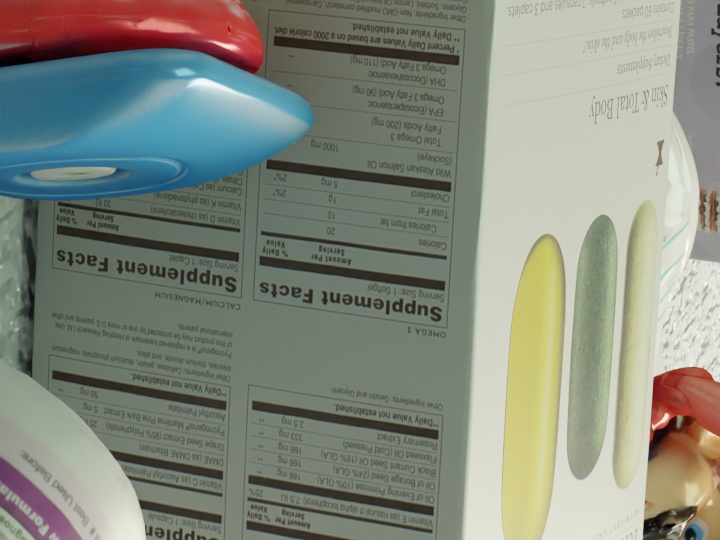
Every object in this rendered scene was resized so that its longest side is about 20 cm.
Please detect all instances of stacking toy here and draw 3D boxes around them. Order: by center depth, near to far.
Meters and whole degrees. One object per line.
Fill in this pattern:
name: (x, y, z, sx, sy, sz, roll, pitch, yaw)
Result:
stacking toy: (-0.083, -0.123, 0.788, 0.110, 0.116, 0.201, 15, 69, -70)

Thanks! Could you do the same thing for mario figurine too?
mario figurine: (0.090, 0.071, 1.103, 0.200, 0.123, 0.106, 41, 74, -33)

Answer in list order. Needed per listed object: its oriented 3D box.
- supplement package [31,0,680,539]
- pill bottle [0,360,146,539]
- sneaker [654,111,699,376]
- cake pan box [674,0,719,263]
supplement package: (0.000, 0.000, 0.907, 0.152, 0.150, 0.201, -17, 112, -62)
pill bottle: (-0.141, 0.118, 0.702, 0.200, 0.112, 0.113, -61, 147, -37)
sneaker: (0.089, 0.010, 1.186, 0.080, 0.070, 0.201, -19, 113, -50)
cake pan box: (0.199, -0.122, 1.391, 0.184, 0.052, 0.201, -38, 131, -57)
